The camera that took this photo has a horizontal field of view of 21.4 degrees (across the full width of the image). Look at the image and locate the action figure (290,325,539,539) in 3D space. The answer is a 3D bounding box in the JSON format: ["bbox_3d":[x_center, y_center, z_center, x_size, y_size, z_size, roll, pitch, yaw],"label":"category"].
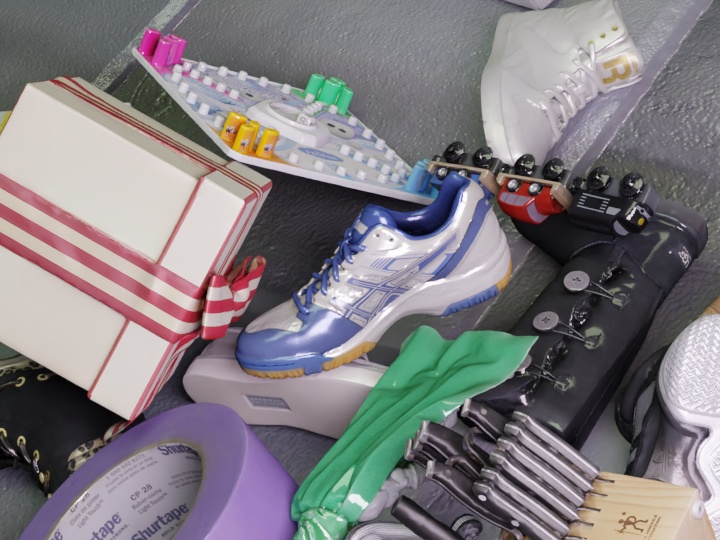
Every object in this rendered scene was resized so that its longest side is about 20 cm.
[{"bbox_3d":[0.018,0.109,1.159,0.118,0.055,0.200,-11,26,47],"label":"action figure"}]

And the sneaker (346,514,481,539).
[{"bbox_3d":[-0.003,0.213,1.091,0.199,0.114,0.076,-31,41,-9],"label":"sneaker"}]

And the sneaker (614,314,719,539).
[{"bbox_3d":[0.185,0.126,1.140,0.075,0.114,0.202,20,85,-3],"label":"sneaker"}]

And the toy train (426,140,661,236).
[{"bbox_3d":[0.119,-0.053,1.305,0.199,0.034,0.046,15,72,46],"label":"toy train"}]

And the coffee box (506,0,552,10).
[{"bbox_3d":[0.128,-0.377,1.625,0.198,0.201,0.199,-41,43,-21],"label":"coffee box"}]

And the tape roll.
[{"bbox_3d":[-0.126,0.183,1.177,0.199,0.085,0.201,-30,27,17],"label":"tape roll"}]

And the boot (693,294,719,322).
[{"bbox_3d":[0.310,0.040,1.171,0.166,0.073,0.200,-32,36,-6],"label":"boot"}]

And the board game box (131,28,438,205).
[{"bbox_3d":[-0.052,-0.119,1.458,0.200,0.199,0.026,46,118,49],"label":"board game box"}]

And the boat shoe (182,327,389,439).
[{"bbox_3d":[-0.030,0.072,1.317,0.199,0.072,0.069,-1,46,39],"label":"boat shoe"}]

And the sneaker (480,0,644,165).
[{"bbox_3d":[0.158,-0.144,1.452,0.115,0.074,0.201,-11,40,20],"label":"sneaker"}]

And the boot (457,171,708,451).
[{"bbox_3d":[0.123,0.029,1.293,0.164,0.066,0.201,11,58,44],"label":"boot"}]

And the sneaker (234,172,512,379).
[{"bbox_3d":[0.000,0.000,1.267,0.199,0.089,0.075,-25,28,-10],"label":"sneaker"}]

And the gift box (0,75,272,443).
[{"bbox_3d":[-0.167,-0.005,1.287,0.186,0.201,0.185,28,13,0],"label":"gift box"}]

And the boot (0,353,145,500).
[{"bbox_3d":[-0.237,0.131,1.344,0.202,0.074,0.154,-26,41,-4],"label":"boot"}]

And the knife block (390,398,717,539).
[{"bbox_3d":[0.110,0.161,1.044,0.174,0.201,0.064,6,48,37],"label":"knife block"}]

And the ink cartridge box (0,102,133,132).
[{"bbox_3d":[-0.280,-0.055,1.562,0.198,0.088,0.146,-2,45,27],"label":"ink cartridge box"}]
